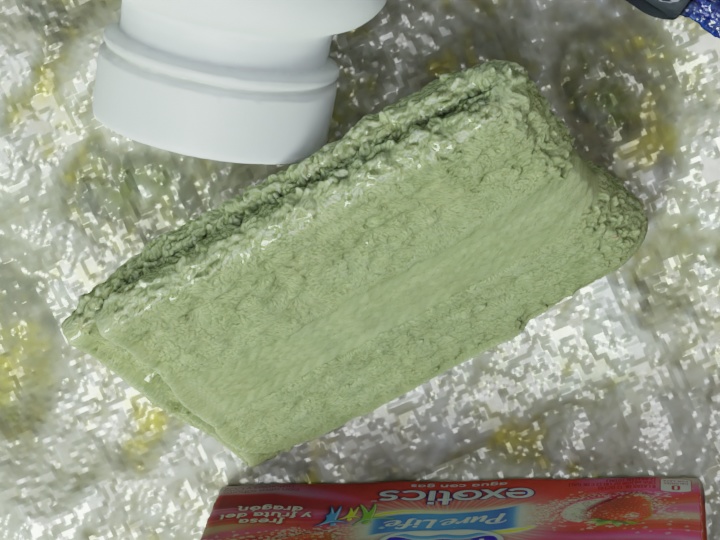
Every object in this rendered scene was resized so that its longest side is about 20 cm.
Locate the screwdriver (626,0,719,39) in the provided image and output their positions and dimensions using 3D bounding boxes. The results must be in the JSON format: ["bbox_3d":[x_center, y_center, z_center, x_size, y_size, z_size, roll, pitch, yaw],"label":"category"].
[{"bbox_3d":[0.158,-0.082,1.096,0.199,0.029,0.028,33,106,2],"label":"screwdriver"}]

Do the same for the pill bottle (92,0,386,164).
[{"bbox_3d":[-0.039,-0.148,1.055,0.119,0.120,0.201,11,106,3],"label":"pill bottle"}]

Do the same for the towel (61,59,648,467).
[{"bbox_3d":[0.000,0.000,1.094,0.199,0.148,0.037,-29,56,13],"label":"towel"}]

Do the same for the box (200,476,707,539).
[{"bbox_3d":[0.038,0.145,1.137,0.198,0.095,0.103,-1,106,6],"label":"box"}]
